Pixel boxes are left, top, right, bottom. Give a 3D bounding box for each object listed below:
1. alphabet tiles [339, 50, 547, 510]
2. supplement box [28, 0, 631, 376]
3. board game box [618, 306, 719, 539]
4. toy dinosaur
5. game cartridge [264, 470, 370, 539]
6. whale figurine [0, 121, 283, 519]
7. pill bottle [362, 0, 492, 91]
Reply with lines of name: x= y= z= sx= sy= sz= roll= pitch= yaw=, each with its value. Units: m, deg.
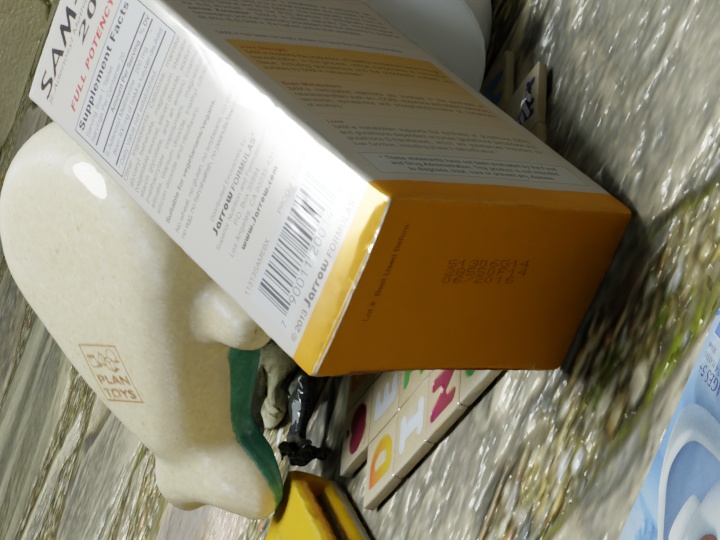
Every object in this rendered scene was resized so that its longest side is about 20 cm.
alphabet tiles: x=0.034 y=0.004 z=0.900 sx=0.200 sy=0.006 sz=0.167 roll=127 pitch=154 yaw=-50
supplement box: x=-0.016 y=-0.044 z=0.760 sx=0.200 sy=0.126 sz=0.074 roll=43 pitch=119 yaw=39
board game box: x=0.108 y=0.108 z=0.484 sx=0.200 sy=0.043 sz=0.200 roll=-118 pitch=46 yaw=-68
toy dinosaur: x=-0.043 y=0.064 z=1.029 sx=0.200 sy=0.047 sz=0.088 roll=111 pitch=161 yaw=-59
game cartridge: x=-0.037 y=0.208 z=0.889 sx=0.176 sy=0.032 sz=0.201 roll=-129 pitch=59 yaw=-71
whale figurine: x=-0.081 y=0.014 z=0.938 sx=0.159 sy=0.201 sz=0.104 roll=-3 pitch=25 yaw=48
pill bottle: x=-0.001 y=-0.126 z=0.960 sx=0.200 sy=0.112 sz=0.112 roll=-113 pitch=42 yaw=-66
